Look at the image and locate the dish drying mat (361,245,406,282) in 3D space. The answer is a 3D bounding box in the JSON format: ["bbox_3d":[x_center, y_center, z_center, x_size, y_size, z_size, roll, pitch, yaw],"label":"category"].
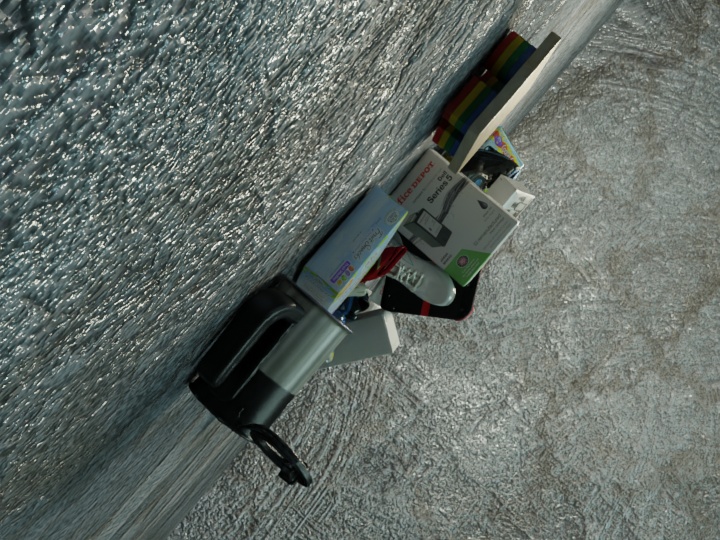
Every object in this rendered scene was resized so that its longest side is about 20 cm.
[{"bbox_3d":[-0.001,-0.005,1.588,0.077,0.018,0.200,-50,-161,-24],"label":"dish drying mat"}]

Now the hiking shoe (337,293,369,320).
[{"bbox_3d":[-0.020,0.048,1.866,0.074,0.087,0.200,-51,176,23],"label":"hiking shoe"}]

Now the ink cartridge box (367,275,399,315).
[{"bbox_3d":[0.078,0.021,1.865,0.117,0.067,0.200,-60,174,6],"label":"ink cartridge box"}]

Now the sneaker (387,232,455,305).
[{"bbox_3d":[0.074,-0.002,1.664,0.070,0.200,0.080,-57,168,27],"label":"sneaker"}]

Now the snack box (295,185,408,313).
[{"bbox_3d":[-0.025,-0.010,1.402,0.169,0.068,0.200,-50,175,-23],"label":"snack box"}]

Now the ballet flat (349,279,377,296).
[{"bbox_3d":[0.000,0.000,1.749,0.200,0.072,0.068,-48,176,-22],"label":"ballet flat"}]

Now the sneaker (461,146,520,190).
[{"bbox_3d":[0.205,-0.180,1.779,0.200,0.082,0.073,-15,145,-44],"label":"sneaker"}]

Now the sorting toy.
[{"bbox_3d":[0.196,-0.266,1.467,0.199,0.070,0.200,-49,176,-10],"label":"sorting toy"}]

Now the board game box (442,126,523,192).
[{"bbox_3d":[0.210,-0.183,1.900,0.200,0.103,0.105,-48,-150,-23],"label":"board game box"}]

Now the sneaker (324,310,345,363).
[{"bbox_3d":[-0.069,0.104,1.677,0.105,0.076,0.200,-62,-174,-13],"label":"sneaker"}]

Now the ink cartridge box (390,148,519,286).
[{"bbox_3d":[0.151,-0.092,1.658,0.146,0.200,0.084,-51,174,10],"label":"ink cartridge box"}]

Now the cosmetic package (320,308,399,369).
[{"bbox_3d":[-0.033,0.136,1.894,0.200,0.085,0.108,-13,-177,12],"label":"cosmetic package"}]

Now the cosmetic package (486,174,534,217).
[{"bbox_3d":[0.234,-0.084,1.813,0.083,0.051,0.200,10,124,-53],"label":"cosmetic package"}]

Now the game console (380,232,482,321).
[{"bbox_3d":[0.138,-0.009,1.766,0.031,0.177,0.200,-108,-152,-72],"label":"game console"}]

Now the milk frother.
[{"bbox_3d":[-0.084,0.135,1.179,0.188,0.200,0.181,-50,172,-2],"label":"milk frother"}]

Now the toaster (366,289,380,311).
[{"bbox_3d":[-0.029,0.100,2.108,0.129,0.114,0.200,-53,175,-11],"label":"toaster"}]
